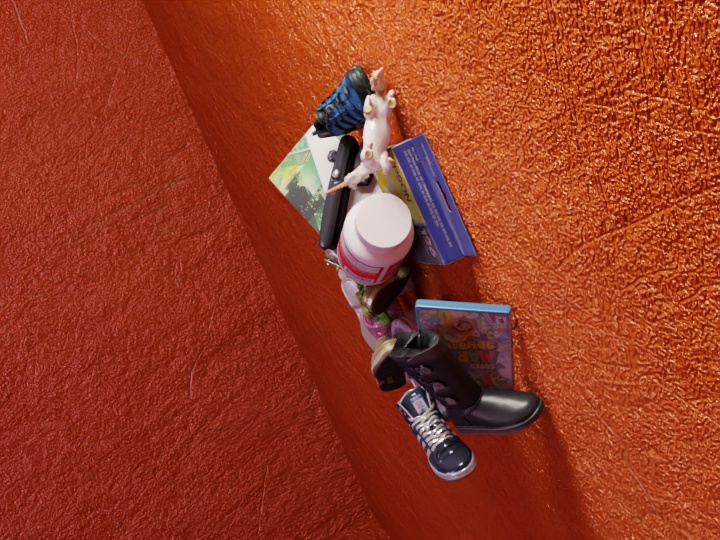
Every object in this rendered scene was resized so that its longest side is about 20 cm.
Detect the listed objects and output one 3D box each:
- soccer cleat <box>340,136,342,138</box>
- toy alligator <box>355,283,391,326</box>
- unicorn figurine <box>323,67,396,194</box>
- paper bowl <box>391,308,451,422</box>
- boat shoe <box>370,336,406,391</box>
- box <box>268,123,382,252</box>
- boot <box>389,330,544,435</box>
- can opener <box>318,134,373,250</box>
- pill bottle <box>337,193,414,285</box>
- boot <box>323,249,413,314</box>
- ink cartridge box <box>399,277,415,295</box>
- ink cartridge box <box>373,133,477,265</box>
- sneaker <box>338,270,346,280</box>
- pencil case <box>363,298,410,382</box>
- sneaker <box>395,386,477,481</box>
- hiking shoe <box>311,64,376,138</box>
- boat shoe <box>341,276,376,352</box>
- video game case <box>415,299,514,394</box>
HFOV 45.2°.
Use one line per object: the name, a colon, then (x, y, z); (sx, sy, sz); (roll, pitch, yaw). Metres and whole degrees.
soccer cleat: (-0.053, -0.206, 1.653); (0.084, 0.064, 0.201); (56, 165, 25)
toy alligator: (0.012, 0.029, 1.640); (0.054, 0.059, 0.201); (46, -167, -40)
unicorn figurine: (0.017, -0.191, 1.286); (0.073, 0.202, 0.137); (20, -175, -8)
paper bowl: (0.144, 0.154, 1.516); (0.202, 0.104, 0.201); (57, 167, 21)
boat shoe: (0.046, 0.153, 1.540); (0.200, 0.071, 0.077); (96, 161, -65)
box: (-0.054, -0.150, 1.533); (0.200, 0.145, 0.036); (47, -167, 21)
boot: (0.161, 0.164, 1.309); (0.164, 0.066, 0.200); (-20, 120, 36)
can opener: (-0.034, -0.132, 1.470); (0.078, 0.202, 0.063); (20, -176, 34)
pill bottle: (0.024, -0.051, 1.372); (0.113, 0.112, 0.200); (60, 168, 9)
boot: (0.000, 0.000, 1.548); (0.154, 0.073, 0.200); (31, -158, 9)
ink cartridge box: (0.030, -0.038, 1.721); (0.202, 0.050, 0.161); (66, 168, 3)
ink cartridge box: (0.090, -0.104, 1.345); (0.199, 0.047, 0.200); (65, 169, -8)
sneaker: (0.000, 0.014, 1.895); (0.105, 0.075, 0.200); (56, -178, -22)
pencil case: (0.083, 0.137, 1.688); (0.200, 0.087, 0.087); (54, 174, -34)
sneaker: (0.120, 0.260, 1.417); (0.109, 0.070, 0.200); (63, 173, -20)
hiking shoe: (-0.026, -0.259, 1.390); (0.075, 0.086, 0.200); (60, 167, 8)
boat shoe: (0.031, 0.087, 1.755); (0.072, 0.062, 0.201); (-11, 113, 46)
video game case: (0.163, 0.126, 1.330); (0.018, 0.142, 0.201); (-70, -22, -45)
